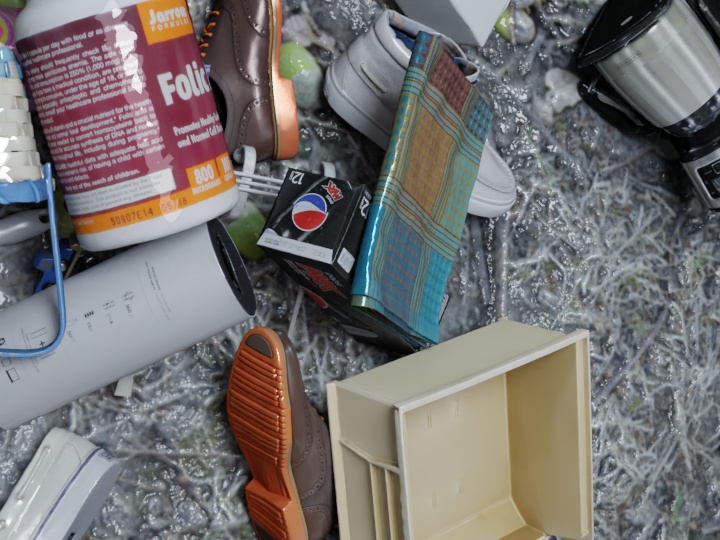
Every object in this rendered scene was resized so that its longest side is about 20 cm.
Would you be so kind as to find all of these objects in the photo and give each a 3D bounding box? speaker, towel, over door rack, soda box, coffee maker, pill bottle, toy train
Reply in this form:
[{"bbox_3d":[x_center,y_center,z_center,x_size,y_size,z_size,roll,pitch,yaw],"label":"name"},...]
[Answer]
[{"bbox_3d":[-0.174,0.035,0.829,0.198,0.081,0.082,-25,97,6],"label":"speaker"},{"bbox_3d":[0.049,-0.053,0.875,0.146,0.021,0.203,33,70,-62],"label":"towel"},{"bbox_3d":[-0.110,0.002,0.921,0.146,0.067,0.203,9,97,-23],"label":"over door rack"},{"bbox_3d":[0.000,0.000,0.901,0.064,0.070,0.200,-67,151,-15],"label":"soda box"},{"bbox_3d":[0.316,-0.185,1.076,0.200,0.134,0.193,45,71,-15],"label":"coffee maker"},{"bbox_3d":[-0.157,-0.125,0.772,0.113,0.114,0.203,-20,103,-23],"label":"pill bottle"},{"bbox_3d":[-0.190,-0.054,0.860,0.045,0.034,0.202,22,102,-22],"label":"toy train"}]

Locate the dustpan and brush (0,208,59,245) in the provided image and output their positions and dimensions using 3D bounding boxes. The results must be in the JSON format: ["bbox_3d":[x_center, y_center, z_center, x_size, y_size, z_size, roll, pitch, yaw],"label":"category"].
[{"bbox_3d":[-0.309,-0.011,0.841,0.198,0.057,0.141,-22,84,-17],"label":"dustpan and brush"}]

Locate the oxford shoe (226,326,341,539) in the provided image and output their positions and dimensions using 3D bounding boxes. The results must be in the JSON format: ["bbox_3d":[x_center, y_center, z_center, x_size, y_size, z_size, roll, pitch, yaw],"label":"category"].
[{"bbox_3d":[-0.052,0.125,0.912,0.072,0.071,0.202,-25,126,-35],"label":"oxford shoe"}]

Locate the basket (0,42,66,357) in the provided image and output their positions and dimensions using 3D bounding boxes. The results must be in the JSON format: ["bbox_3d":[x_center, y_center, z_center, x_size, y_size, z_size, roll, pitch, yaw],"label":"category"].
[{"bbox_3d":[-0.275,-0.044,0.757,0.174,0.139,0.203,1,91,-14],"label":"basket"}]

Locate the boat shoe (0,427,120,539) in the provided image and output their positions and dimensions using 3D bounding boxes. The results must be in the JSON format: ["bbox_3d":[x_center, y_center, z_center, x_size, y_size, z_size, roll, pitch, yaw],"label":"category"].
[{"bbox_3d":[-0.254,0.204,0.845,0.069,0.071,0.201,30,78,9],"label":"boat shoe"}]

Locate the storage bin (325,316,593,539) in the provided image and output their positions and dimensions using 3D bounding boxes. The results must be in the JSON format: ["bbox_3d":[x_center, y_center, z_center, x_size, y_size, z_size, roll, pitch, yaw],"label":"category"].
[{"bbox_3d":[0.083,0.159,0.933,0.198,0.093,0.202,-17,110,-37],"label":"storage bin"}]

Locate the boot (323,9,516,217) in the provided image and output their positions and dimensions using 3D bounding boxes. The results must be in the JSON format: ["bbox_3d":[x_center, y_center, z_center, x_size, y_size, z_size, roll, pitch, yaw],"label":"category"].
[{"bbox_3d":[0.071,-0.127,0.975,0.199,0.095,0.074,32,43,-18],"label":"boot"}]

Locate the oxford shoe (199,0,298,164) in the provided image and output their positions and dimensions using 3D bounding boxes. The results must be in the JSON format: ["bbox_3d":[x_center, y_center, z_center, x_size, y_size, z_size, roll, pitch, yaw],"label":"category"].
[{"bbox_3d":[-0.099,-0.183,0.929,0.072,0.071,0.203,-11,90,-16],"label":"oxford shoe"}]

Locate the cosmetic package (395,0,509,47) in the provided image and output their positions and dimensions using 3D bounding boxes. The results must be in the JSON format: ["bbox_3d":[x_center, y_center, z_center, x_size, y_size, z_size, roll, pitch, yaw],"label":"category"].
[{"bbox_3d":[0.052,-0.283,0.956,0.102,0.073,0.200,-60,138,-16],"label":"cosmetic package"}]

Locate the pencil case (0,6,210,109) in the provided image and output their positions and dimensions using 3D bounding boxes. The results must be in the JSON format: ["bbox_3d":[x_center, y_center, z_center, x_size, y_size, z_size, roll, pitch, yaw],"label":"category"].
[{"bbox_3d":[-0.216,-0.151,0.867,0.197,0.087,0.089,-2,88,-25],"label":"pencil case"}]
